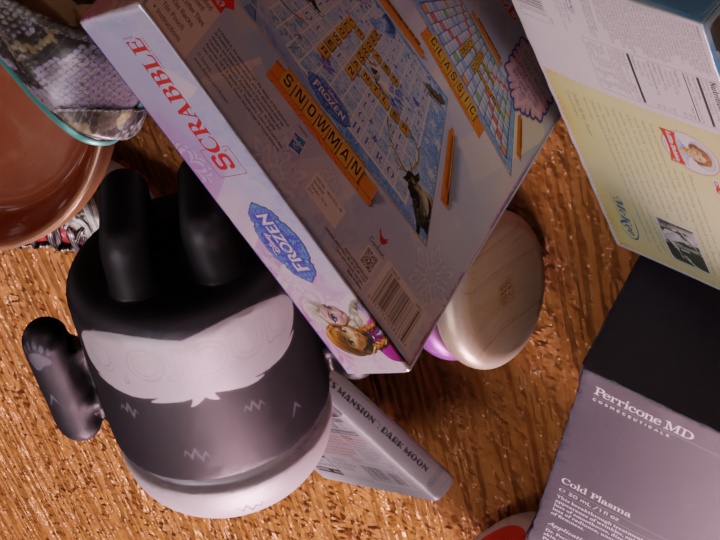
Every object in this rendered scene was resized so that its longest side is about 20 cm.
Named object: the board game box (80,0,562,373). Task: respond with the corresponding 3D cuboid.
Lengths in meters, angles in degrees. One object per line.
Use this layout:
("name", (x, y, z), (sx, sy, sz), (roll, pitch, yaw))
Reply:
("board game box", (0.001, -0.095, 0.786), (0.041, 0.200, 0.200), (-5, 130, 43))

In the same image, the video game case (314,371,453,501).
("video game case", (-0.047, 0.073, 1.148), (0.182, 0.023, 0.200), (43, 165, -14))

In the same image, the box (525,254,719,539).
("box", (0.207, 0.103, 0.952), (0.200, 0.104, 0.182), (25, 147, 11))

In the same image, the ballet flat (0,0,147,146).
("ballet flat", (-0.156, -0.136, 0.758), (0.200, 0.072, 0.072), (39, 148, 11))

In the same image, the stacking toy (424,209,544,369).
("stacking toy", (0.000, 0.000, 1.022), (0.200, 0.085, 0.085), (8, 139, 39))

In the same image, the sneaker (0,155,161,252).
("sneaker", (-0.192, -0.035, 1.121), (0.200, 0.082, 0.078), (30, 147, 13))

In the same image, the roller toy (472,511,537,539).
("roller toy", (0.110, 0.261, 1.163), (0.140, 0.183, 0.200), (39, 146, -10))

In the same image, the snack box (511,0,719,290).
("snack box", (0.140, -0.064, 0.809), (0.116, 0.037, 0.200), (28, 158, 41))

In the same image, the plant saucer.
("plant saucer", (-0.221, -0.111, 1.040), (0.200, 0.032, 0.201), (8, 110, 23))

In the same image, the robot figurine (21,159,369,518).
("robot figurine", (-0.083, 0.037, 0.967), (0.150, 0.125, 0.200), (14, 135, 31))
